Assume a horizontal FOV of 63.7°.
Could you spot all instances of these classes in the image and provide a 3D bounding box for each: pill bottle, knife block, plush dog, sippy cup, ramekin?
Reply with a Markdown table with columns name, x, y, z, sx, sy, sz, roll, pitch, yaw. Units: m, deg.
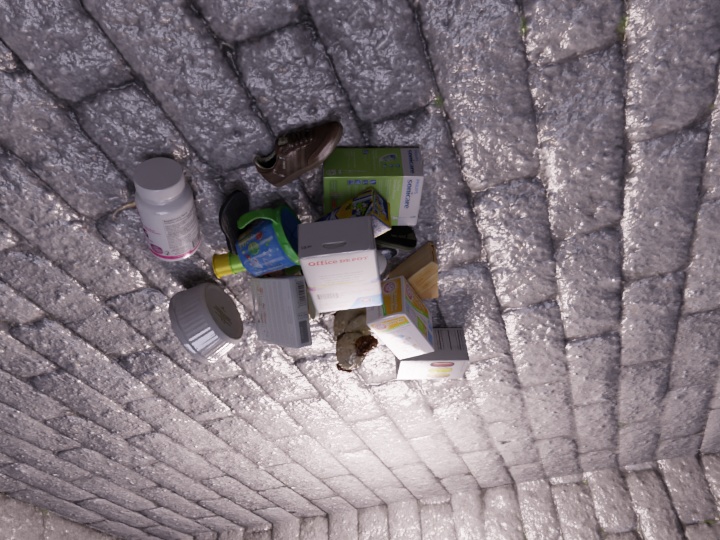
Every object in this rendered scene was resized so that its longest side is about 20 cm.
| name | x | y | z | sx | sy | sz | roll | pitch | yaw |
| --- | --- | --- | --- | --- | --- | --- | --- | --- | --- |
| pill bottle | -0.397 | -0.124 | 1.189 | 0.112 | 0.114 | 0.201 | 1 | 140 | -5 |
| knife block | 0.107 | 0.025 | 1.450 | 0.173 | 0.065 | 0.201 | -6 | 142 | 3 |
| plush dog | -0.022 | 0.178 | 1.543 | 0.159 | 0.173 | 0.201 | 14 | 139 | -20 |
| sippy cup | -0.195 | -0.056 | 1.262 | 0.129 | 0.140 | 0.179 | -23 | 105 | 14 |
| ramekin | -0.374 | 0.122 | 1.440 | 0.094 | 0.204 | 0.203 | -29 | 136 | 11 |

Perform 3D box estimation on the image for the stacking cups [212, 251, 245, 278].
| name | x | y | z | sx | sy | sz | roll | pitch | yaw |
| --- | --- | --- | --- | --- | --- | --- | --- | --- | --- |
| stacking cups | -0.246 | -0.030 | 1.360 | 0.197 | 0.061 | 0.061 | -12 | 141 | 8 |

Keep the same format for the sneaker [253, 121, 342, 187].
| name | x | y | z | sx | sy | sz | roll | pitch | yaw |
| --- | --- | --- | --- | --- | --- | --- | --- | --- | --- |
| sneaker | -0.123 | -0.231 | 1.112 | 0.199 | 0.071 | 0.075 | -31 | 133 | 29 |

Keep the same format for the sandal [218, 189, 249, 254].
| name | x | y | z | sx | sy | sz | roll | pitch | yaw |
| --- | --- | --- | --- | --- | --- | --- | --- | --- | --- |
| sandal | -0.281 | -0.106 | 1.261 | 0.048 | 0.075 | 0.201 | 40 | 151 | 17 |

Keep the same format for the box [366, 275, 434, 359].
| name | x | y | z | sx | sy | sz | roll | pitch | yaw |
| --- | --- | --- | --- | --- | --- | --- | --- | --- | --- |
| box | 0.099 | 0.118 | 1.424 | 0.100 | 0.114 | 0.200 | -16 | 142 | 21 |

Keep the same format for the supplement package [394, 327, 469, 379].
| name | x | y | z | sx | sy | sz | roll | pitch | yaw |
| --- | --- | --- | --- | --- | --- | --- | --- | --- | --- |
| supplement package | 0.204 | 0.242 | 1.690 | 0.197 | 0.111 | 0.114 | 0 | 142 | -4 |

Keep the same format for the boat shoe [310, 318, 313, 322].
| name | x | y | z | sx | sy | sz | roll | pitch | yaw |
| --- | --- | --- | --- | --- | --- | --- | --- | --- | --- |
| boat shoe | -0.131 | 0.072 | 1.484 | 0.072 | 0.075 | 0.201 | 14 | 137 | -21 |

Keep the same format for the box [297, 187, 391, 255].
| name | x | y | z | sx | sy | sz | roll | pitch | yaw |
| --- | --- | --- | --- | --- | --- | --- | --- | --- | --- |
| box | -0.035 | -0.082 | 1.167 | 0.199 | 0.071 | 0.064 | -26 | 138 | 29 |

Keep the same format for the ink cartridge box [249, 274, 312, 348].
| name | x | y | z | sx | sy | sz | roll | pitch | yaw |
| --- | --- | --- | --- | --- | --- | --- | --- | --- | --- |
| ink cartridge box | -0.190 | 0.094 | 1.369 | 0.050 | 0.165 | 0.199 | -10 | -174 | -34 |

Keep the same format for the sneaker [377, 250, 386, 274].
| name | x | y | z | sx | sy | sz | roll | pitch | yaw |
| --- | --- | --- | --- | --- | --- | --- | --- | --- | --- |
| sneaker | -0.035 | -0.055 | 1.274 | 0.199 | 0.076 | 0.099 | 23 | 174 | 34 |

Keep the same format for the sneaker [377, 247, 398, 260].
| name | x | y | z | sx | sy | sz | roll | pitch | yaw |
| --- | --- | --- | --- | --- | --- | --- | --- | --- | --- |
| sneaker | 0.000 | 0.000 | 1.371 | 0.198 | 0.115 | 0.076 | -15 | 141 | 14 |

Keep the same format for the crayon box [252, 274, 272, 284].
| name | x | y | z | sx | sy | sz | roll | pitch | yaw |
| --- | --- | --- | --- | --- | --- | --- | --- | --- | --- |
| crayon box | -0.202 | 0.112 | 1.489 | 0.052 | 0.125 | 0.201 | -41 | 150 | -25 |

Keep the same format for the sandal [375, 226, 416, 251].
| name | x | y | z | sx | sy | sz | roll | pitch | yaw |
| --- | --- | --- | --- | --- | --- | --- | --- | --- | --- |
| sandal | 0.037 | -0.083 | 1.306 | 0.199 | 0.081 | 0.057 | 21 | 149 | -28 |

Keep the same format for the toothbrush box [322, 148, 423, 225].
| name | x | y | z | sx | sy | sz | roll | pitch | yaw |
| --- | --- | --- | --- | --- | --- | --- | --- | --- | --- |
| toothbrush box | 0.022 | -0.168 | 1.186 | 0.197 | 0.087 | 0.146 | 0 | 144 | -2 |

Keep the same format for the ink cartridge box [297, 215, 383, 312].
| name | x | y | z | sx | sy | sz | roll | pitch | yaw |
| --- | --- | --- | --- | --- | --- | --- | --- | --- | --- |
| ink cartridge box | -0.036 | -0.009 | 1.134 | 0.142 | 0.086 | 0.201 | -7 | 147 | 3 |

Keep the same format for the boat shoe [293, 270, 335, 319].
| name | x | y | z | sx | sy | sz | roll | pitch | yaw |
| --- | --- | --- | --- | --- | --- | --- | --- | --- | --- |
| boat shoe | -0.118 | 0.037 | 1.358 | 0.062 | 0.202 | 0.074 | -11 | 131 | -27 |
